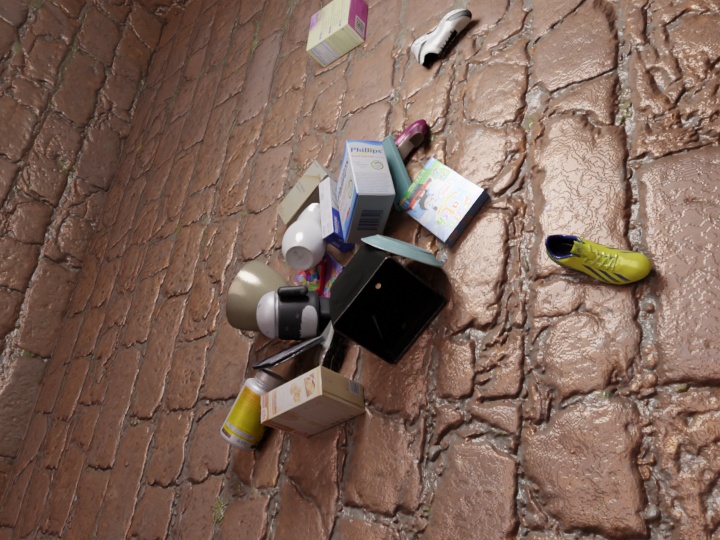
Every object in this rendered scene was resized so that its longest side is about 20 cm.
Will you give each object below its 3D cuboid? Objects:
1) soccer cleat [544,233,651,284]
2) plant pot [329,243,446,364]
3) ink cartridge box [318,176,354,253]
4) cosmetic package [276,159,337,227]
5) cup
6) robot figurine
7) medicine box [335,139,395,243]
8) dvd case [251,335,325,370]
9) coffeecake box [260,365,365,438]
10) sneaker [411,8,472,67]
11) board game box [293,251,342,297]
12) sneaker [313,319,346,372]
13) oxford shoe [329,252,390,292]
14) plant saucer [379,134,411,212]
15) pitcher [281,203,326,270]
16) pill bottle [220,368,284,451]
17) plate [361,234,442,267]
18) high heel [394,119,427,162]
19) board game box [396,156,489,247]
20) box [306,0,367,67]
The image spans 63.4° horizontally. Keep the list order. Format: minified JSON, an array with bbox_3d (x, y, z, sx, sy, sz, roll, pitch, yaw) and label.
[{"bbox_3d":[0.430,-0.025,1.077,0.199,0.083,0.066,19,80,48],"label":"soccer cleat"},{"bbox_3d":[0.040,0.057,1.349,0.201,0.198,0.178,-51,30,8],"label":"plant pot"},{"bbox_3d":[-0.068,-0.157,1.639,0.044,0.094,0.203,-28,50,29],"label":"ink cartridge box"},{"bbox_3d":[-0.161,-0.224,1.786,0.201,0.073,0.104,-50,42,12],"label":"cosmetic package"},{"bbox_3d":[-0.262,0.090,1.638,0.141,0.200,0.203,18,79,22],"label":"cup"},{"bbox_3d":[-0.170,0.113,1.514,0.125,0.196,0.154,-172,82,-82],"label":"robot figurine"},{"bbox_3d":[0.008,-0.204,1.520,0.184,0.101,0.203,107,158,-49],"label":"medicine box"},{"bbox_3d":[-0.186,0.210,1.475,0.016,0.147,0.199,65,153,0],"label":"dvd case"},{"bbox_3d":[-0.113,0.313,1.367,0.198,0.153,0.074,-30,48,28],"label":"coffeecake box"},{"bbox_3d":[0.238,-0.655,1.654,0.199,0.073,0.081,-33,62,33],"label":"sneaker"},{"bbox_3d":[-0.135,0.019,1.643,0.159,0.039,0.200,-54,41,7],"label":"board game box"},{"bbox_3d":[-0.068,0.159,1.475,0.079,0.073,0.203,14,78,52],"label":"sneaker"},{"bbox_3d":[0.000,0.000,1.497,0.201,0.072,0.071,-51,41,9],"label":"oxford shoe"},{"bbox_3d":[0.087,-0.260,1.548,0.069,0.019,0.203,-30,70,29],"label":"plant saucer"},{"bbox_3d":[-0.167,-0.077,1.634,0.171,0.121,0.201,-38,23,29],"label":"pitcher"},{"bbox_3d":[-0.279,0.363,1.537,0.109,0.109,0.202,25,86,48],"label":"pill bottle"},{"bbox_3d":[0.097,-0.050,1.335,0.199,0.198,0.026,25,99,48],"label":"plate"},{"bbox_3d":[0.108,-0.337,1.611,0.198,0.068,0.097,-30,25,31],"label":"high heel"},{"bbox_3d":[0.196,-0.171,1.419,0.152,0.036,0.200,-53,48,7],"label":"board game box"},{"bbox_3d":[-0.081,-0.851,2.050,0.198,0.096,0.179,-18,56,36],"label":"box"}]
